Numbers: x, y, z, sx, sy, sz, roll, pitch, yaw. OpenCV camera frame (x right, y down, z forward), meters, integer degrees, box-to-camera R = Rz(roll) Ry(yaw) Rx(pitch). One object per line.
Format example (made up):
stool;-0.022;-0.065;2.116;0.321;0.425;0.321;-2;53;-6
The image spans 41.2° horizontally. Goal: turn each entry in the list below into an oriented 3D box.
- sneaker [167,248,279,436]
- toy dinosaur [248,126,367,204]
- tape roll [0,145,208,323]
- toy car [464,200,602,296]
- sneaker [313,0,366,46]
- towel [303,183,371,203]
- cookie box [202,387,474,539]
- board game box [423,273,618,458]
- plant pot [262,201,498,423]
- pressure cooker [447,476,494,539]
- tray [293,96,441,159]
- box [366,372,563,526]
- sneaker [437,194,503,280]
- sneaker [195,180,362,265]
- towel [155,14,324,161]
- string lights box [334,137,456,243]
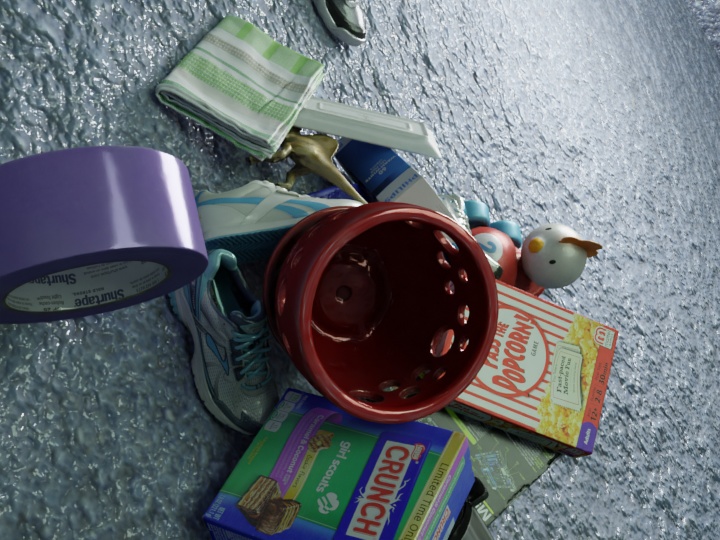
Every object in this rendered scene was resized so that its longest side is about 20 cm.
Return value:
sneaker;-0.127;0.072;0.957;0.078;0.086;0.200;-27;94;-45
toy dinosaur;-0.067;-0.132;1.114;0.101;0.058;0.200;-20;44;-22
tape roll;-0.231;-0.024;0.789;0.200;0.200;0.085;0;72;-51
toy car;0.247;-0.019;1.385;0.177;0.200;0.185;25;52;-44
sneaker;-0.015;-0.426;1.351;0.075;0.114;0.201;-16;84;-53
towel;-0.011;-0.007;1.103;0.147;0.050;0.200;-22;71;-28
cookie box;-0.017;0.215;0.902;0.171;0.199;0.075;-56;146;-39
board game box;0.180;0.105;1.079;0.199;0.046;0.152;21;69;-9
plant pot;0.009;0.032;0.938;0.200;0.182;0.201;-2;96;-19
pressure cooker;0.051;0.301;0.986;0.176;0.178;0.200;-45;112;-44
tray;0.003;-0.184;1.194;0.199;0.022;0.107;12;23;-7
box;0.137;0.161;1.100;0.193;0.048;0.200;-38;87;-19
sneaker;0.117;-0.055;1.238;0.087;0.200;0.075;-46;142;-10
sneaker;-0.084;-0.060;1.041;0.199;0.077;0.081;-6;56;-22
towel;-0.132;-0.223;1.116;0.149;0.031;0.200;30;44;-5
string lights box;0.041;-0.101;1.192;0.103;0.059;0.200;49;1;-35
